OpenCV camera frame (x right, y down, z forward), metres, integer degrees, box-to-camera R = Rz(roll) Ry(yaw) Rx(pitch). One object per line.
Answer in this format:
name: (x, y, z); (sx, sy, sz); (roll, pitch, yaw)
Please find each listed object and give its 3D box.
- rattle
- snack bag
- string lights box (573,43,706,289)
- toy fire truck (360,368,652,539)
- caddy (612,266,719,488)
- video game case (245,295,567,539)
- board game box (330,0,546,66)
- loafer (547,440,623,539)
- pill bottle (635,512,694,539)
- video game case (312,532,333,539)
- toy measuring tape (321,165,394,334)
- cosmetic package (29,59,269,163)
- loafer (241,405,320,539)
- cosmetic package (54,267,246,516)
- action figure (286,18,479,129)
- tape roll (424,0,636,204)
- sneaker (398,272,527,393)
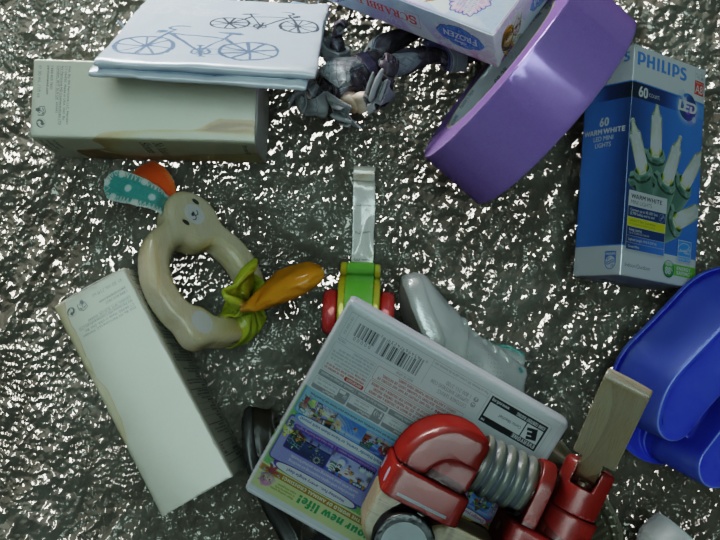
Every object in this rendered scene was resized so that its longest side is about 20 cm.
rattle: (-0.133, -0.041, 0.889); (0.129, 0.143, 0.202); (-11, 71, -30)
snack bag: (-0.125, -0.205, 0.903); (0.186, 0.201, 0.022); (2, 121, 1)
string lights box: (0.252, -0.089, 0.918); (0.102, 0.059, 0.202); (8, 84, -34)
toy fire truck: (0.114, 0.151, 0.749); (0.175, 0.129, 0.201); (27, 90, -1)
caddy: (0.311, 0.091, 0.900); (0.200, 0.105, 0.141); (-45, 108, -2)
video game case: (0.035, 0.147, 0.817); (0.199, 0.022, 0.183); (29, 101, -2)
board game box: (0.090, -0.295, 0.910); (0.198, 0.041, 0.201); (29, 71, 27)
loafer: (0.145, 0.167, 0.858); (0.076, 0.068, 0.200); (-41, 97, 14)
pill bottle: (0.220, 0.312, 0.873); (0.200, 0.116, 0.116); (-43, 86, -5)
video game case: (0.021, 0.291, 0.884); (0.200, 0.025, 0.181); (-44, 111, -5)
toy measuring tape: (0.000, 0.000, 0.926); (0.073, 0.074, 0.202); (3, 85, 0)
cosmetic package: (-0.185, -0.142, 0.924); (0.198, 0.105, 0.072); (2, 86, 2)
loafer: (-0.048, 0.207, 0.910); (0.071, 0.073, 0.202); (-23, 95, -5)
cosmetic package: (-0.181, 0.105, 0.900); (0.073, 0.104, 0.201); (-28, 84, -1)
action figure: (0.018, -0.195, 0.934); (0.199, 0.070, 0.130); (-29, 49, -13)
tape roll: (0.142, -0.154, 0.871); (0.065, 0.200, 0.201); (38, 86, -8)
sneaker: (0.105, 0.082, 0.922); (0.088, 0.075, 0.201); (-28, 95, -6)
